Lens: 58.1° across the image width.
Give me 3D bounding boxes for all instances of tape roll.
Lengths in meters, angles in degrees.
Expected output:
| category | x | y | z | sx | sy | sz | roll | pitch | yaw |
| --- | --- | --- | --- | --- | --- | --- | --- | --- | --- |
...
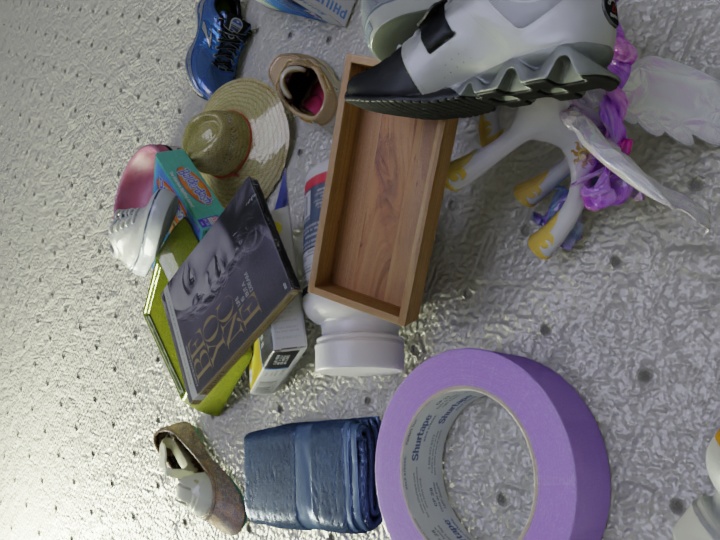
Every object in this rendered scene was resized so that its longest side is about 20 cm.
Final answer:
| category | x | y | z | sx | sy | sz | roll | pitch | yaw |
| --- | --- | --- | --- | --- | --- | --- | --- | --- | --- |
| tape roll | 0.104 | 0.171 | 0.551 | 0.197 | 0.065 | 0.205 | -12 | 73 | 42 |

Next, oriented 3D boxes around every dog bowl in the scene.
| category | x | y | z | sx | sy | sz | roll | pitch | yaw |
| --- | --- | --- | --- | --- | --- | --- | --- | --- | --- |
| dog bowl | -0.328 | -0.111 | 1.044 | 0.197 | 0.073 | 0.205 | -13 | 71 | 43 |

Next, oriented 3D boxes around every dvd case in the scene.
| category | x | y | z | sx | sy | sz | roll | pitch | yaw |
| --- | --- | --- | --- | --- | --- | --- | --- | --- | --- |
| dvd case | -0.147 | 0.023 | 0.690 | 0.200 | 0.016 | 0.151 | -46 | 54 | 29 |

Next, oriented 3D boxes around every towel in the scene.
| category | x | y | z | sx | sy | sz | roll | pitch | yaw |
| --- | --- | --- | --- | --- | --- | --- | --- | --- | --- |
| towel | -0.052 | 0.222 | 0.706 | 0.197 | 0.048 | 0.115 | -16 | 69 | 41 |

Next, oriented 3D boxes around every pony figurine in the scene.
| category | x | y | z | sx | sy | sz | roll | pitch | yaw |
| --- | --- | --- | --- | --- | --- | --- | --- | --- | --- |
| pony figurine | 0.170 | -0.101 | 0.487 | 0.192 | 0.167 | 0.201 | 37 | 141 | 6 |

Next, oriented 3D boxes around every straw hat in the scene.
| category | x | y | z | sx | sy | sz | roll | pitch | yaw |
| --- | --- | --- | --- | --- | --- | --- | --- | --- | --- |
| straw hat | -0.197 | -0.175 | 0.889 | 0.197 | 0.084 | 0.207 | 3 | 95 | 36 |

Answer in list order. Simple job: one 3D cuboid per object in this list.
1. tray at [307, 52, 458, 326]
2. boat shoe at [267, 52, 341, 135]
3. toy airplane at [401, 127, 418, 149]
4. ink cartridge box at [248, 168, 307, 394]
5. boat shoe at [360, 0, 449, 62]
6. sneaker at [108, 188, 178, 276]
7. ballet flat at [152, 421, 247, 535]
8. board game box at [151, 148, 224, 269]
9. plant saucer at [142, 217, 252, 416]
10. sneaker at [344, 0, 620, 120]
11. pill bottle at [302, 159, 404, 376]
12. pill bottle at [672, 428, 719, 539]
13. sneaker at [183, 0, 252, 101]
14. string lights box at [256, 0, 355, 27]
| category | x | y | z | sx | sy | sz | roll | pitch | yaw |
| --- | --- | --- | --- | --- | --- | --- | --- | --- | --- |
| tray | 0.020 | -0.067 | 0.544 | 0.097 | 0.037 | 0.205 | 17 | 105 | 25 |
| boat shoe | -0.072 | -0.235 | 0.821 | 0.200 | 0.068 | 0.075 | 43 | 110 | 41 |
| toy airplane | 0.080 | -0.218 | 0.612 | 0.199 | 0.141 | 0.201 | -44 | 32 | 11 |
| ink cartridge box | -0.108 | 0.021 | 0.751 | 0.198 | 0.046 | 0.205 | 123 | 140 | -63 |
| boat shoe | 0.094 | -0.215 | 0.489 | 0.196 | 0.070 | 0.073 | -13 | 66 | -3 |
| sneaker | -0.286 | -0.049 | 0.828 | 0.200 | 0.070 | 0.074 | -41 | 27 | 53 |
| ballet flat | -0.220 | 0.273 | 0.848 | 0.199 | 0.066 | 0.069 | 34 | 104 | 44 |
| board game box | -0.239 | -0.037 | 0.889 | 0.153 | 0.044 | 0.202 | 52 | 141 | 28 |
| plant saucer | -0.224 | 0.073 | 0.835 | 0.202 | 0.047 | 0.201 | 58 | 142 | 19 |
| sneaker | 0.073 | -0.154 | 0.437 | 0.196 | 0.073 | 0.091 | 0 | 92 | 36 |
| pill bottle | 0.000 | 0.000 | 0.658 | 0.118 | 0.118 | 0.205 | -13 | 72 | 42 |
| pill bottle | 0.273 | 0.104 | 0.365 | 0.113 | 0.111 | 0.203 | 43 | 110 | 41 |
| sneaker | -0.214 | -0.346 | 0.985 | 0.088 | 0.078 | 0.205 | -20 | 67 | 42 |
| string lights box | -0.101 | -0.386 | 0.863 | 0.199 | 0.102 | 0.060 | 33 | 102 | 43 |
